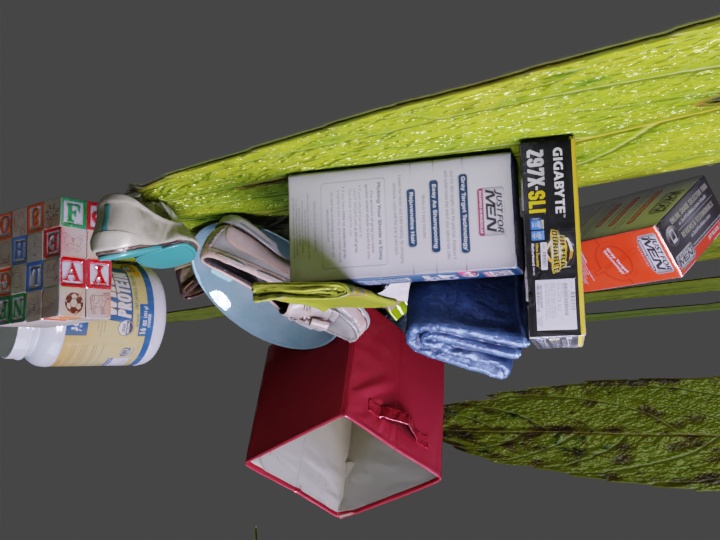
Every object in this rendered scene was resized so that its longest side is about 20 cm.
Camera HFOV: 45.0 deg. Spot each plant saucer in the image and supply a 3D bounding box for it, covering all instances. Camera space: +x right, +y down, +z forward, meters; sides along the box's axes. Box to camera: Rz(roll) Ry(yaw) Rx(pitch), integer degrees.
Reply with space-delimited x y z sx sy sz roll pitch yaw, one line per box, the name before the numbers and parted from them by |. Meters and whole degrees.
plant saucer | -0.104 0.010 1.019 0.200 0.039 0.202 18 139 16

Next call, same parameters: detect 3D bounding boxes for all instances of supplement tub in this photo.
supplement tub | -0.385 0.059 1.193 0.199 0.146 0.144 4 170 -38

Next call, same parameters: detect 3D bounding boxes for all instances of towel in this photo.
towel | -0.027 0.027 0.807 0.086 0.018 0.200 0 175 15
towel | 0.104 0.005 0.823 0.111 0.200 0.049 15 133 -1

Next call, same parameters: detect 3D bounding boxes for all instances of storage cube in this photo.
storage cube | -0.012 0.172 1.078 0.200 0.180 0.171 -32 125 33

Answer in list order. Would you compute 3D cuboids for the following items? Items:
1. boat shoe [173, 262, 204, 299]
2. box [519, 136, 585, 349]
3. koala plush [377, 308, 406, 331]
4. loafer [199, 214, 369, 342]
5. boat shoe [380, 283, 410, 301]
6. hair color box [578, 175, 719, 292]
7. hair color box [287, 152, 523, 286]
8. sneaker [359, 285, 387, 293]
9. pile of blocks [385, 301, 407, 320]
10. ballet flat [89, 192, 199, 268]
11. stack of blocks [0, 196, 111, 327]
boat shoe | -0.172 0.004 1.122 0.199 0.072 0.072 -9 170 39
box | 0.172 -0.014 0.772 0.049 0.161 0.200 -5 171 13
koala plush | 0.011 0.094 1.239 0.177 0.201 0.184 30 -179 -25
loafer | -0.084 0.022 0.938 0.200 0.063 0.072 36 141 -5
boat shoe | 0.000 0.000 1.007 0.199 0.071 0.069 -9 148 39
hair color box | 0.260 -0.029 0.899 0.101 0.061 0.200 -39 -168 -30
hair color box | 0.039 -0.040 0.764 0.199 0.101 0.060 -4 173 17
sneaker | -0.007 -0.021 0.901 0.070 0.098 0.200 -1 174 -23
pile of blocks | 0.076 0.029 1.045 0.082 0.062 0.200 -48 -161 -31
ballet flat | -0.203 -0.041 0.833 0.069 0.070 0.200 -3 178 3
stack of blocks | -0.340 0.000 0.894 0.199 0.116 0.058 -8 170 38
